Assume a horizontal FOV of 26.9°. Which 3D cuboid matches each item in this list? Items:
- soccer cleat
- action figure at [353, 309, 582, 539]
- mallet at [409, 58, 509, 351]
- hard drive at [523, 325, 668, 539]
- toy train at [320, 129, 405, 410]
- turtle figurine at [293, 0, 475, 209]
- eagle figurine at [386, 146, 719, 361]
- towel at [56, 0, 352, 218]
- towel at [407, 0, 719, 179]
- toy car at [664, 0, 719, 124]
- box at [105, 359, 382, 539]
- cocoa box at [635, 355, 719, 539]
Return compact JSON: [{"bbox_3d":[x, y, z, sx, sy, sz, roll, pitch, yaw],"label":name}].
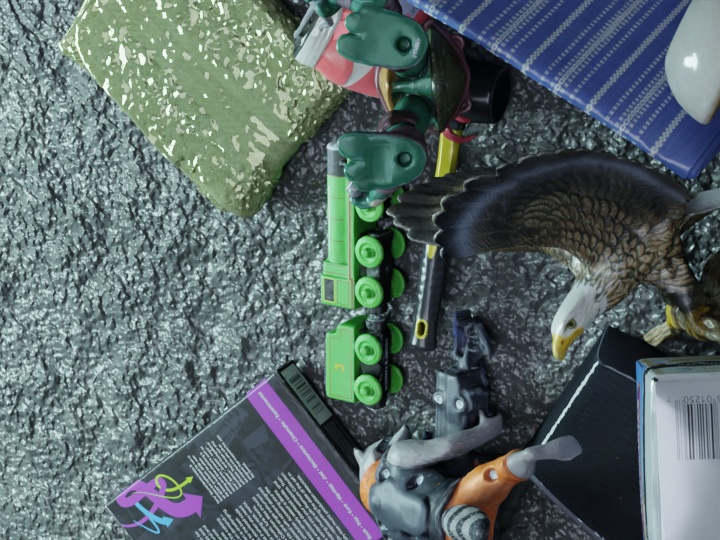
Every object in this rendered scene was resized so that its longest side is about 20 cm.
[{"bbox_3d":[0.034,-0.204,0.963,0.073,0.068,0.200,31,108,-11],"label":"soccer cleat"},{"bbox_3d":[0.060,0.131,1.001,0.193,0.105,0.200,3,98,56],"label":"action figure"},{"bbox_3d":[0.045,-0.047,1.004,0.066,0.041,0.200,21,109,20],"label":"mallet"},{"bbox_3d":[0.210,0.143,0.986,0.200,0.042,0.135,35,115,11],"label":"hard drive"},{"bbox_3d":[0.000,0.000,1.044,0.056,0.042,0.200,10,108,32],"label":"toy train"},{"bbox_3d":[0.016,-0.113,0.891,0.101,0.200,0.150,-17,102,5],"label":"turtle figurine"},{"bbox_3d":[0.133,-0.020,0.894,0.200,0.151,0.152,34,131,-8],"label":"eagle figurine"},{"bbox_3d":[-0.110,-0.149,1.053,0.200,0.036,0.148,44,116,8],"label":"towel"},{"bbox_3d":[0.143,-0.142,0.891,0.200,0.145,0.024,34,142,12],"label":"towel"},{"bbox_3d":[0.271,-0.143,0.793,0.175,0.200,0.150,25,149,11],"label":"toy car"},{"bbox_3d":[-0.082,0.179,1.129,0.200,0.036,0.143,-38,88,26],"label":"box"},{"bbox_3d":[0.264,0.116,0.869,0.200,0.131,0.134,-3,92,7],"label":"cocoa box"}]
